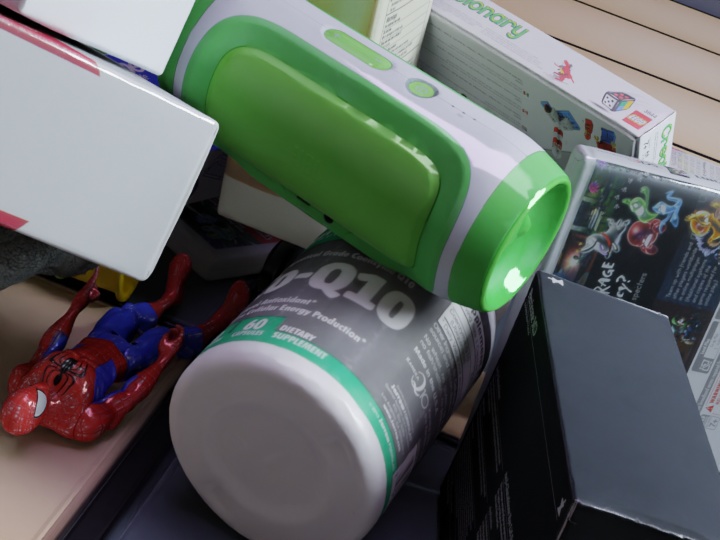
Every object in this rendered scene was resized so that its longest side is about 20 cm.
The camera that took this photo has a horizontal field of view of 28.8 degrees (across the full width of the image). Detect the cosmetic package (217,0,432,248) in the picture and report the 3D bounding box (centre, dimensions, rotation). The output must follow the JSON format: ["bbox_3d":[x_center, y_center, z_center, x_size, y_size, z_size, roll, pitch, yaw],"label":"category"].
[{"bbox_3d":[-0.012,-0.123,0.773,0.071,0.202,0.105,21,26,14],"label":"cosmetic package"}]

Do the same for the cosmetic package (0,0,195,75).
[{"bbox_3d":[-0.175,-0.169,0.657,0.199,0.072,0.101,29,5,31],"label":"cosmetic package"}]

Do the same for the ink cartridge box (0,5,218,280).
[{"bbox_3d":[-0.180,-0.085,0.672,0.144,0.084,0.200,23,6,-36],"label":"ink cartridge box"}]

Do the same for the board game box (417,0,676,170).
[{"bbox_3d":[0.092,-0.081,0.816,0.034,0.127,0.200,-32,52,-25],"label":"board game box"}]

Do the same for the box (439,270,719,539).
[{"bbox_3d":[0.094,0.112,0.638,0.078,0.142,0.200,16,25,-5],"label":"box"}]

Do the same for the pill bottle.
[{"bbox_3d":[0.001,0.040,0.706,0.112,0.114,0.200,26,37,13],"label":"pill bottle"}]

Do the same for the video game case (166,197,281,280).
[{"bbox_3d":[-0.096,-0.060,0.990,0.181,0.023,0.200,-8,38,-45],"label":"video game case"}]

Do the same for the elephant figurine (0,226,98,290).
[{"bbox_3d":[-0.244,-0.006,0.666,0.156,0.141,0.200,53,19,-8],"label":"elephant figurine"}]

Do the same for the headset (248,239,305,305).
[{"bbox_3d":[0.000,0.000,0.851,0.122,0.095,0.201,15,35,-9],"label":"headset"}]

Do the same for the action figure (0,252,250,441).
[{"bbox_3d":[-0.127,0.039,0.739,0.065,0.052,0.200,29,28,10],"label":"action figure"}]

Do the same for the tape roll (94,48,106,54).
[{"bbox_3d":[-0.125,-0.148,0.998,0.199,0.048,0.201,26,34,-19],"label":"tape roll"}]

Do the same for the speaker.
[{"bbox_3d":[-0.001,-0.064,0.669,0.199,0.089,0.088,34,28,20],"label":"speaker"}]

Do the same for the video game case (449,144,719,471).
[{"bbox_3d":[0.162,0.046,0.748,0.180,0.202,0.023,12,24,-15],"label":"video game case"}]

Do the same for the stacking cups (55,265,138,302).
[{"bbox_3d":[-0.220,-0.044,0.817,0.198,0.061,0.061,20,25,1],"label":"stacking cups"}]

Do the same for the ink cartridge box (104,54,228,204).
[{"bbox_3d":[-0.094,-0.094,0.868,0.094,0.044,0.199,43,32,18],"label":"ink cartridge box"}]

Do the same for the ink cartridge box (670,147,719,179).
[{"bbox_3d":[0.227,-0.024,1.038,0.198,0.116,0.068,22,25,5],"label":"ink cartridge box"}]

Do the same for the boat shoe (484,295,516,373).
[{"bbox_3d":[0.115,0.037,0.843,0.198,0.074,0.068,34,13,-14],"label":"boat shoe"}]
